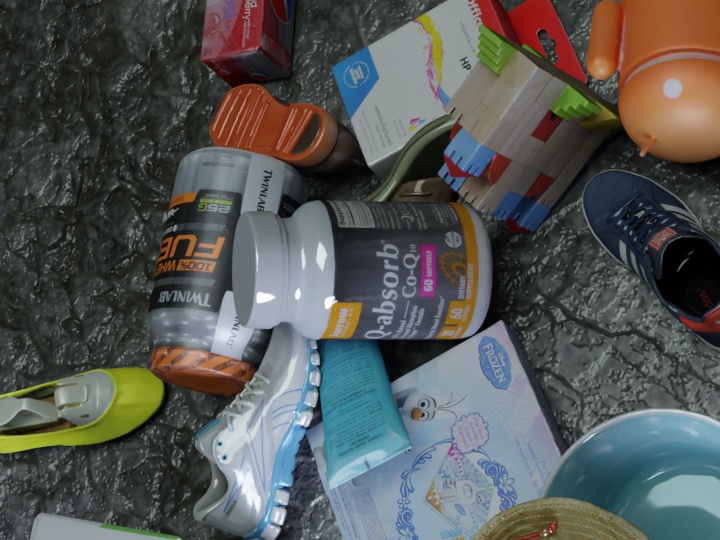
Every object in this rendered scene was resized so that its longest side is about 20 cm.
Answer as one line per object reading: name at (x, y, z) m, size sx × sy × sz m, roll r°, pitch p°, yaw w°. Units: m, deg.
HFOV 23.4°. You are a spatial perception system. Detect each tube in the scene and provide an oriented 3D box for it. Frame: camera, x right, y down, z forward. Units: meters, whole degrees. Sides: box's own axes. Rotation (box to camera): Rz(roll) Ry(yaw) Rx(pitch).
tube at (-0.007, 0.090, 1.453) m, size 0.077 × 0.050 × 0.201 m, roll -33°, pitch 39°, yaw 18°

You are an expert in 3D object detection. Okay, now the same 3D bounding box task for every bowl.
bowl at (0.234, 0.203, 1.274) m, size 0.199 × 0.105 × 0.203 m, roll -2°, pitch 84°, yaw 23°

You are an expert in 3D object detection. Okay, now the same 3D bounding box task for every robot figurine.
robot figurine at (0.267, -0.173, 1.407) m, size 0.116 × 0.143 × 0.201 m, roll -20°, pitch 52°, yaw 38°

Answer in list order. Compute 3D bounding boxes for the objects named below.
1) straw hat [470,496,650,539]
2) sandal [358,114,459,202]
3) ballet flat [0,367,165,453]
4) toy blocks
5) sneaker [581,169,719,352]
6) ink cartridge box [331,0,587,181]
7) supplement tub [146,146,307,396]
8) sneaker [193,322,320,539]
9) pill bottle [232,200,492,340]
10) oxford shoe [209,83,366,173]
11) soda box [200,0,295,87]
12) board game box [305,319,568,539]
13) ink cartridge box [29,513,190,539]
straw hat at (0.154, 0.259, 1.202) m, size 0.200 × 0.085 × 0.203 m, roll -16°, pitch 61°, yaw 31°
sandal at (0.050, -0.057, 1.508) m, size 0.201 × 0.080 × 0.057 m, roll -46°, pitch 51°, yaw 15°
ballet flat at (-0.278, 0.129, 1.609) m, size 0.198 × 0.067 × 0.067 m, roll -14°, pitch 64°, yaw 22°
toy blocks at (0.126, -0.105, 1.428) m, size 0.100 × 0.199 × 0.137 m, roll 45°, pitch 106°, yaw 33°
sneaker at (0.243, -0.022, 1.385) m, size 0.075 × 0.084 × 0.200 m, roll -46°, pitch 57°, yaw 4°
ink cartridge box at (0.087, -0.171, 1.536) m, size 0.199 × 0.067 × 0.117 m, roll -29°, pitch 60°, yaw 14°
supplement tub at (-0.121, 0.003, 1.544) m, size 0.122 × 0.122 × 0.202 m, roll 0°, pitch 71°, yaw 27°
sneaker at (-0.092, 0.130, 1.465) m, size 0.075 × 0.086 × 0.202 m, roll -165°, pitch 88°, yaw -69°
pill bottle at (0.000, 0.000, 1.431) m, size 0.198 × 0.117 × 0.117 m, roll 0°, pitch 64°, yaw -16°
oxford shoe at (-0.071, -0.121, 1.605) m, size 0.200 × 0.073 × 0.072 m, roll 25°, pitch 88°, yaw 51°
soda box at (-0.104, -0.284, 1.684) m, size 0.069 × 0.063 × 0.202 m, roll -7°, pitch 67°, yaw 25°
board game box at (0.074, 0.175, 1.420) m, size 0.198 × 0.043 × 0.201 m, roll -30°, pitch 59°, yaw 15°
ink cartridge box at (-0.160, 0.263, 1.416) m, size 0.144 × 0.200 × 0.085 m, roll 4°, pitch 75°, yaw 29°
